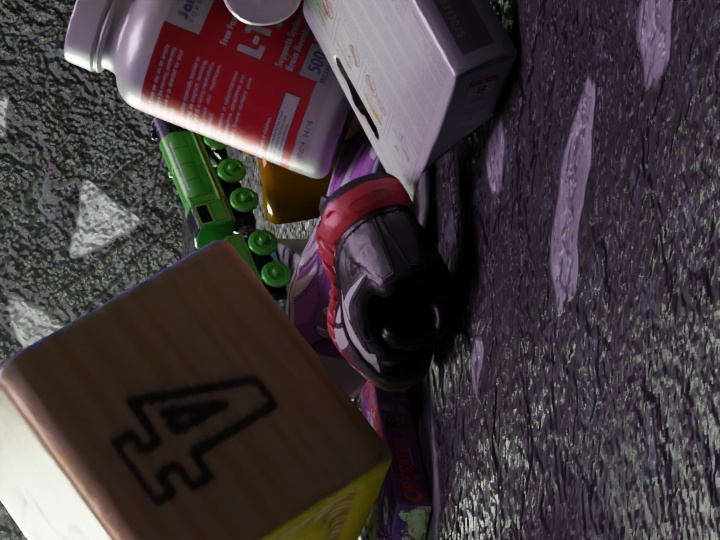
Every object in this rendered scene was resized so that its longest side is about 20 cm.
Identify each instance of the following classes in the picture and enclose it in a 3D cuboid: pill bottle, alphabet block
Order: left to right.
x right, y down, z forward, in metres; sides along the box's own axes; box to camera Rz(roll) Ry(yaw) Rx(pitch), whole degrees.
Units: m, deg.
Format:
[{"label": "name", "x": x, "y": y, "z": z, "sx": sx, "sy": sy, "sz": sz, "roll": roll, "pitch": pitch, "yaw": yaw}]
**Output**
[{"label": "alphabet block", "x": -0.123, "y": 0.135, "z": 1.737, "sx": 0.200, "sy": 0.196, "sz": 0.196, "roll": 52, "pitch": 157, "yaw": 16}, {"label": "pill bottle", "x": -0.097, "y": -0.148, "z": 1.741, "sx": 0.112, "sy": 0.199, "sz": 0.113, "roll": 21, "pitch": -90, "yaw": -89}]

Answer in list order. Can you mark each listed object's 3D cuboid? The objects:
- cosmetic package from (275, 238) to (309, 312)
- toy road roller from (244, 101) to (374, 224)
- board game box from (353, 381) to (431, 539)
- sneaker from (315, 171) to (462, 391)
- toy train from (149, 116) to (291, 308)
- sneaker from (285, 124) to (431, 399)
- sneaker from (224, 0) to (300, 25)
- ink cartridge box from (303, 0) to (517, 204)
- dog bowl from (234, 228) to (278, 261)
[{"label": "cosmetic package", "x": -0.029, "y": 0.031, "z": 1.953, "sx": 0.200, "sy": 0.073, "sz": 0.102, "roll": -163, "pitch": 75, "yaw": -80}, {"label": "toy road roller", "x": -0.038, "y": -0.111, "z": 1.904, "sx": 0.200, "sy": 0.122, "sz": 0.147, "roll": -148, "pitch": 47, "yaw": -83}, {"label": "board game box", "x": 0.018, "y": 0.146, "z": 1.779, "sx": 0.200, "sy": 0.032, "sz": 0.121, "roll": -101, "pitch": 19, "yaw": -55}, {"label": "sneaker", "x": 0.022, "y": 0.029, "z": 1.608, "sx": 0.098, "sy": 0.070, "sz": 0.201, "roll": 59, "pitch": 167, "yaw": 33}, {"label": "toy train", "x": -0.107, "y": -0.049, "z": 1.906, "sx": 0.042, "sy": 0.056, "sz": 0.201, "roll": 100, "pitch": 150, "yaw": -55}, {"label": "sneaker", "x": -0.001, "y": 0.000, "z": 1.726, "sx": 0.114, "sy": 0.072, "sz": 0.202, "roll": -151, "pitch": 71, "yaw": -75}, {"label": "sneaker", "x": -0.065, "y": -0.262, "z": 1.597, "sx": 0.089, "sy": 0.075, "sz": 0.201, "roll": -102, "pitch": 17, "yaw": -70}, {"label": "ink cartridge box", "x": 0.026, "y": -0.145, "z": 1.543, "sx": 0.163, "sy": 0.050, "sz": 0.200, "roll": 62, "pitch": 166, "yaw": 17}, {"label": "dog bowl", "x": -0.092, "y": 0.028, "z": 1.979, "sx": 0.200, "sy": 0.049, "sz": 0.112, "roll": -111, "pitch": 25, "yaw": -70}]
